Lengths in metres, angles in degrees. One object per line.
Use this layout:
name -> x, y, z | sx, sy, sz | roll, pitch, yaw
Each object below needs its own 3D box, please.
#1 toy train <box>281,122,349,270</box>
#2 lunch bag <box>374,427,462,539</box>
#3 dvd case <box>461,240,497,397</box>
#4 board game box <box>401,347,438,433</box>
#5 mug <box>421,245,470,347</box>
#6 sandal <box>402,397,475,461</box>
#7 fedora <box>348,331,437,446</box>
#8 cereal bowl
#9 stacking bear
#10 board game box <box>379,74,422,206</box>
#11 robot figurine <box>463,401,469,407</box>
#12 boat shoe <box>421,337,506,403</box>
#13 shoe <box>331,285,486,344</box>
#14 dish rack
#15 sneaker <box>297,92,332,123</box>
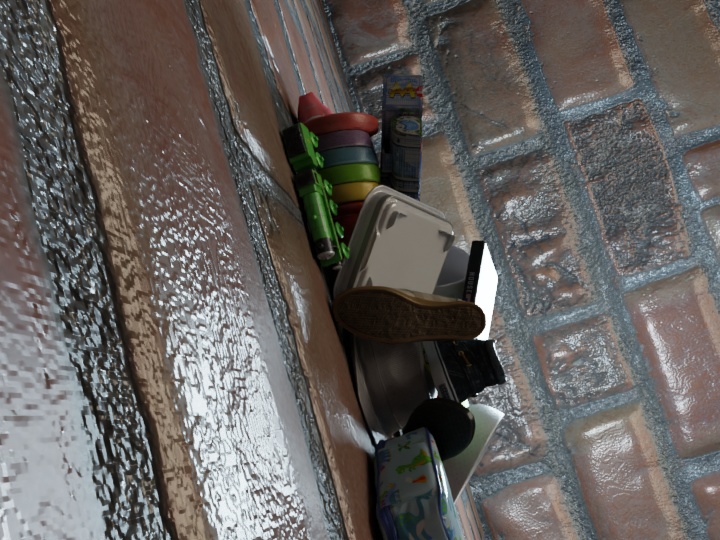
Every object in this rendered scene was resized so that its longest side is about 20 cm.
toy train -> -0.059, -0.097, 1.114 | 0.056, 0.042, 0.201 | 32, 40, -67
lunch bag -> 0.071, 0.287, 0.970 | 0.200, 0.082, 0.161 | -95, 166, -70
dvd case -> 0.173, 0.076, 1.314 | 0.150, 0.025, 0.201 | 56, 43, -63
board game box -> 0.101, 0.202, 1.356 | 0.200, 0.047, 0.102 | 109, -29, -62
mug -> 0.115, 0.053, 1.420 | 0.200, 0.147, 0.176 | -64, 155, -57
sandal -> 0.089, 0.207, 1.083 | 0.075, 0.048, 0.201 | 44, -39, 11
fedora -> 0.048, 0.140, 1.157 | 0.200, 0.090, 0.178 | -95, 167, -65
cereal bowl -> 0.161, 0.308, 1.473 | 0.083, 0.201, 0.200 | 30, -6, 14
stacking bear -> -0.020, -0.109, 1.217 | 0.114, 0.121, 0.201 | 41, 39, -84
board game box -> 0.059, -0.177, 1.279 | 0.200, 0.061, 0.201 | -83, 173, -66
robot figurine -> 0.144, 0.255, 1.639 | 0.176, 0.115, 0.201 | 54, 18, -54
boat shoe -> 0.136, 0.116, 1.150 | 0.200, 0.090, 0.071 | -98, 168, -72
shoe -> 0.058, 0.059, 1.106 | 0.053, 0.199, 0.070 | -173, -90, -78
dish rack -> 0.057, -0.012, 1.182 | 0.200, 0.043, 0.172 | 18, 94, -51
sneaker -> -0.053, -0.216, 1.379 | 0.200, 0.073, 0.087 | 60, 10, -71
